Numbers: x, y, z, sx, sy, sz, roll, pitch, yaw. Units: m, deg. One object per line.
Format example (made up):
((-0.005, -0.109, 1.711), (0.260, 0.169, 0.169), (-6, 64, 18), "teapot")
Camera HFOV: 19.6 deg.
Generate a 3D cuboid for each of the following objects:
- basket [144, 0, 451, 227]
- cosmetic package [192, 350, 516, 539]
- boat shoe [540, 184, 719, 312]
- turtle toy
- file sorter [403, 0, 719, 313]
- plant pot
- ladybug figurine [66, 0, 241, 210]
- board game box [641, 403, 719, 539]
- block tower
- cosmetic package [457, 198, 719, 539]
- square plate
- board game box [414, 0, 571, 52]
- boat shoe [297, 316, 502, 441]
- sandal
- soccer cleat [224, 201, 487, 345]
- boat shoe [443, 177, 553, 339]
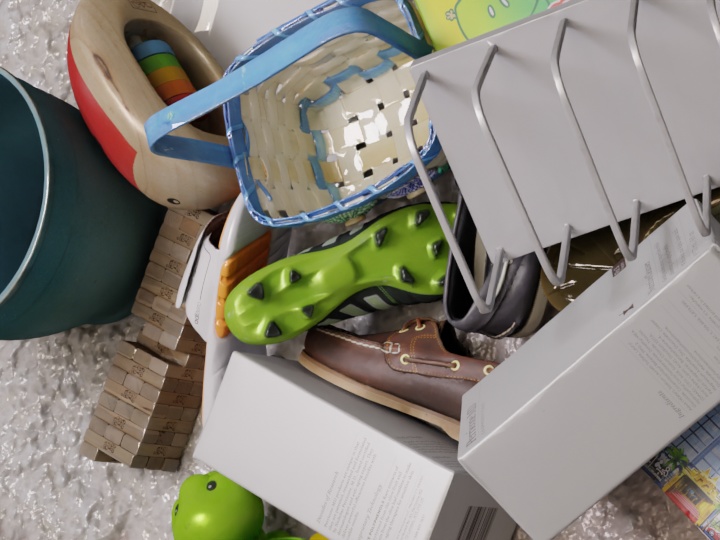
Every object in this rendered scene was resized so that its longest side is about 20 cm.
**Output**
((-0.020, -0.108, 1.359), (0.176, 0.199, 0.140), (-25, 67, 29), "basket")
((0.000, 0.131, 1.389), (0.199, 0.107, 0.085), (25, 97, 36), "cosmetic package")
((0.204, -0.040, 1.323), (0.201, 0.063, 0.073), (-45, 56, 11), "boat shoe")
((-0.066, 0.228, 1.418), (0.145, 0.101, 0.201), (-36, 64, 23), "turtle toy")
((0.138, -0.077, 1.216), (0.199, 0.125, 0.139), (-19, 108, 17), "file sorter")
((-0.245, -0.037, 1.534), (0.199, 0.188, 0.202), (-7, 77, 32), "plant pot")
((-0.149, -0.119, 1.487), (0.072, 0.135, 0.201), (-47, 58, 29), "ladybug figurine")
((0.291, 0.099, 1.230), (0.200, 0.062, 0.200), (46, 107, 31), "board game box")
((-0.139, 0.053, 1.528), (0.058, 0.054, 0.201), (25, 96, 35), "block tower")
((0.156, 0.060, 1.252), (0.200, 0.113, 0.081), (-40, 100, 13), "cosmetic package")
((-0.062, -0.170, 1.533), (0.199, 0.028, 0.200), (16, 91, 35), "square plate")
((0.079, -0.204, 1.327), (0.101, 0.048, 0.201), (-30, 66, 20), "board game box")
((0.051, 0.067, 1.391), (0.199, 0.070, 0.071), (21, 100, 26), "boat shoe")
((-0.100, 0.025, 1.464), (0.059, 0.079, 0.208), (22, 114, 26), "sandal")
((0.000, 0.000, 1.404), (0.199, 0.081, 0.068), (-18, 94, -13), "soccer cleat")
((0.094, -0.053, 1.344), (0.072, 0.062, 0.202), (20, 107, 51), "boat shoe")
